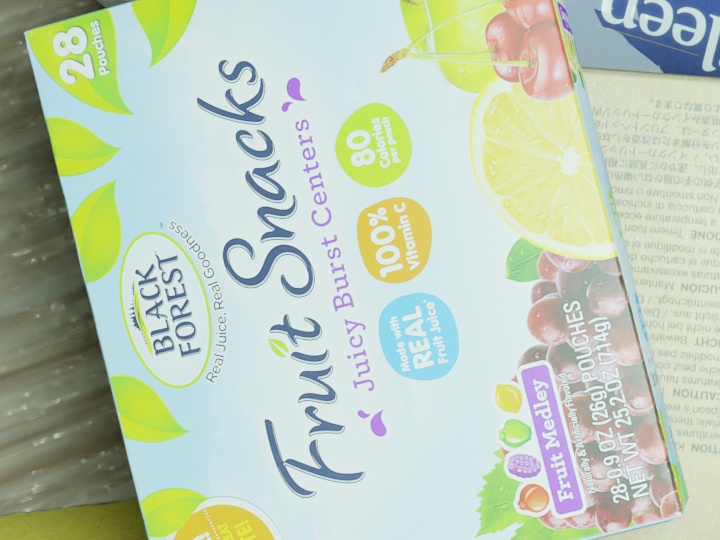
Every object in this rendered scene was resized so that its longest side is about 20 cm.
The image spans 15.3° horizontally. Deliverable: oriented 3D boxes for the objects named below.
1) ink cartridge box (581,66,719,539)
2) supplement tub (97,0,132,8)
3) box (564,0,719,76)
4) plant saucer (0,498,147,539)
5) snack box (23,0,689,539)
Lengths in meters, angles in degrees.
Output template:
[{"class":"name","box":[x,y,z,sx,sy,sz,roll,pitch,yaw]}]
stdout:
[{"class":"ink cartridge box","box":[0.046,0.009,0.922,0.200,0.075,0.165,6,92,7]},{"class":"supplement tub","box":[-0.031,-0.185,0.929,0.200,0.123,0.123,-36,92,-8]},{"class":"box","box":[0.097,-0.095,0.988,0.121,0.032,0.200,16,85,-7]},{"class":"plant saucer","box":[-0.133,0.187,0.928,0.200,0.048,0.200,-6,87,-9]},{"class":"snack box","box":[0.000,0.000,0.856,0.168,0.068,0.200,-14,86,9]}]
